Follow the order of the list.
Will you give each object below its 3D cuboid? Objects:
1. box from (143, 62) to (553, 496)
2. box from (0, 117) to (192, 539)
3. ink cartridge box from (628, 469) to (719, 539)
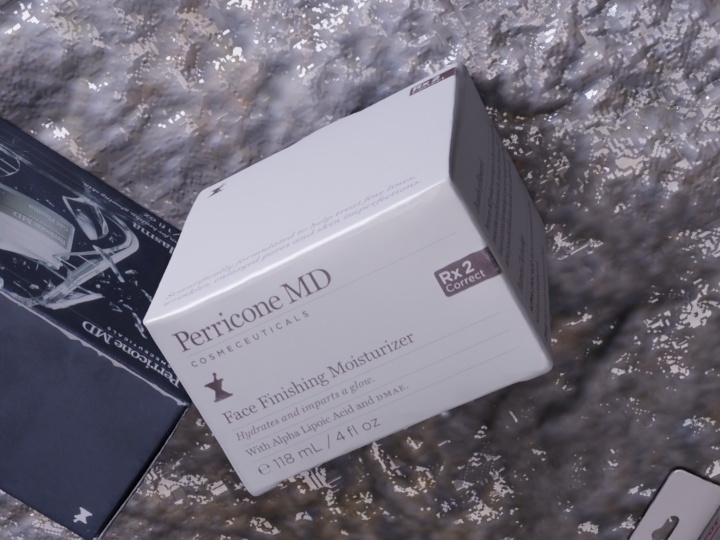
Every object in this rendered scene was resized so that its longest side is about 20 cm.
[{"bbox_3d":[0.000,0.000,0.959,0.198,0.200,0.131,-25,110,16],"label":"box"},{"bbox_3d":[-0.199,0.029,0.994,0.199,0.197,0.124,32,114,-10],"label":"box"},{"bbox_3d":[0.282,0.233,1.110,0.199,0.067,0.116,23,115,-5],"label":"ink cartridge box"}]
